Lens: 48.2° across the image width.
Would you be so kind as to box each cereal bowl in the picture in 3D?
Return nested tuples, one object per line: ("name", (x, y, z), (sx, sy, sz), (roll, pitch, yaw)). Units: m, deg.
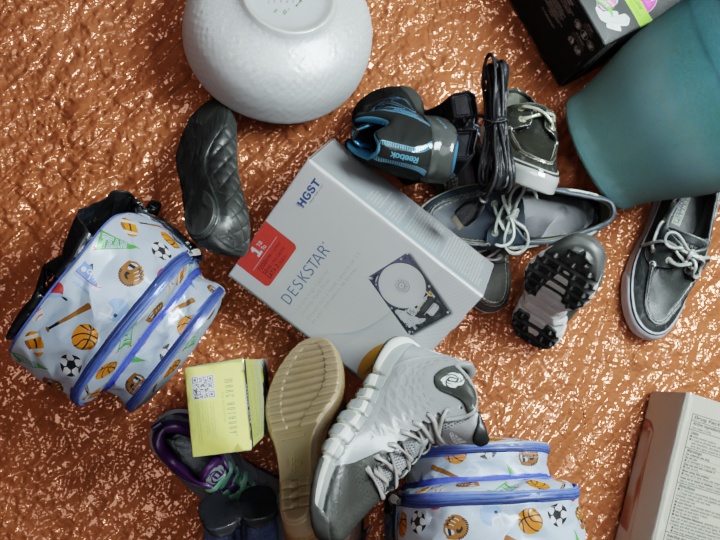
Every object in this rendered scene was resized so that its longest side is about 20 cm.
("cereal bowl", (-0.078, -0.255, 0.812), (0.199, 0.083, 0.201), (5, 71, -14))

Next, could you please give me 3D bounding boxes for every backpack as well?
("backpack", (-0.216, 0.038, 0.715), (0.154, 0.191, 0.200), (31, 89, 2))
("backpack", (0.116, 0.228, 0.736), (0.199, 0.191, 0.155), (-7, 83, -7))

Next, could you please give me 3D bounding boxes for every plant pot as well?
("plant pot", (0.317, -0.158, 0.799), (0.188, 0.200, 0.201), (-27, 86, 33))

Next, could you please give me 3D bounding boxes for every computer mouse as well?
("computer mouse", (0.094, -0.101, 0.761), (0.046, 0.200, 0.141), (6, 75, -23))

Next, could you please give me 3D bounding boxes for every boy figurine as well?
("boy figurine", (-0.108, 0.301, 0.739), (0.124, 0.064, 0.201), (-6, 106, -14))

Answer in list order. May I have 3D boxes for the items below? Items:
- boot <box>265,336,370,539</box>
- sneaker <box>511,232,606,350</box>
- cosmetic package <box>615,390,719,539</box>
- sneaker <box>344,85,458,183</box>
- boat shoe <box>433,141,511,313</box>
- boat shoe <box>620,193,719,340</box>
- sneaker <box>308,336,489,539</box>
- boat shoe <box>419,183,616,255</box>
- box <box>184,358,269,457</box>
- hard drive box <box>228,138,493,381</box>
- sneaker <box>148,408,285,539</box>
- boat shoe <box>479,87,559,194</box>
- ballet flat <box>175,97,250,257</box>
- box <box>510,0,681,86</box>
("boot", (-0.034, 0.184, 0.761), (0.072, 0.167, 0.201), (-7, 51, 12))
("sneaker", (0.202, 0.003, 0.790), (0.066, 0.200, 0.091), (32, 68, 14))
("cosmetic package", (0.336, 0.233, 0.824), (0.103, 0.087, 0.201), (19, 82, -3))
("sneaker", (0.022, -0.140, 0.776), (0.082, 0.200, 0.073), (4, 108, -21))
("boat shoe", (0.116, -0.054, 0.846), (0.067, 0.057, 0.201), (-13, 85, -9))
("boat shoe", (0.343, -0.022, 0.866), (0.073, 0.068, 0.200), (26, 80, -4))
("sneaker", (0.043, 0.142, 0.664), (0.115, 0.075, 0.200), (10, 51, 25))
("boat shoe", (0.156, -0.052, 0.801), (0.199, 0.062, 0.075), (1, 89, -12))
("box", (-0.112, 0.117, 0.720), (0.050, 0.200, 0.076), (-7, 85, -1))
("hard drive box", (0.000, 0.000, 0.776), (0.200, 0.077, 0.156), (37, 119, -1))
("sneaker", (-0.124, 0.211, 0.765), (0.200, 0.088, 0.075), (37, 80, -1))
("boat shoe", (0.157, -0.135, 0.790), (0.070, 0.200, 0.064), (19, 115, -11))
("ballet flat", (-0.144, -0.095, 0.793), (0.066, 0.057, 0.201), (-26, 50, 22))
("box", (0.283, -0.323, 0.868), (0.200, 0.124, 0.149), (-28, 88, -11))
